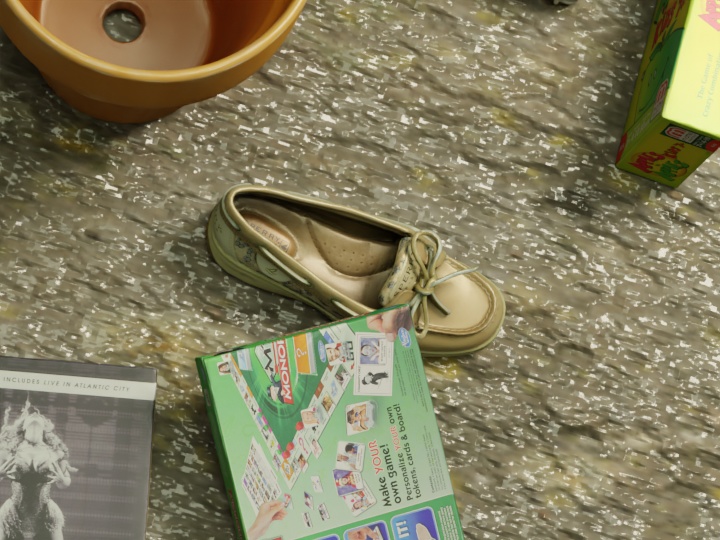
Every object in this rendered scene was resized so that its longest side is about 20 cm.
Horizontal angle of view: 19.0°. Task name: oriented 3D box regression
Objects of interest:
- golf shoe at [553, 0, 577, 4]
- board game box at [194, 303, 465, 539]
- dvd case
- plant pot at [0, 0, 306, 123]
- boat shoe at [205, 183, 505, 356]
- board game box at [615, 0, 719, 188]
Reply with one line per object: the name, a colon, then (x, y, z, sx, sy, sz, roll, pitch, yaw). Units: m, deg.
golf shoe: (0.117, -0.219, 1.425, 0.198, 0.077, 0.089, -15, 86, -15)
board game box: (-0.012, 0.134, 1.300, 0.133, 0.029, 0.202, -14, 92, -14)
dvd case: (-0.202, 0.151, 1.286, 0.147, 0.016, 0.202, 5, 75, -9)
plant pot: (-0.135, -0.177, 1.302, 0.198, 0.183, 0.202, 3, 73, -11)
boat shoe: (0.000, 0.000, 1.344, 0.198, 0.063, 0.074, 17, 71, -7)
board game box: (0.227, -0.167, 1.417, 0.047, 0.102, 0.202, 18, 72, -5)
